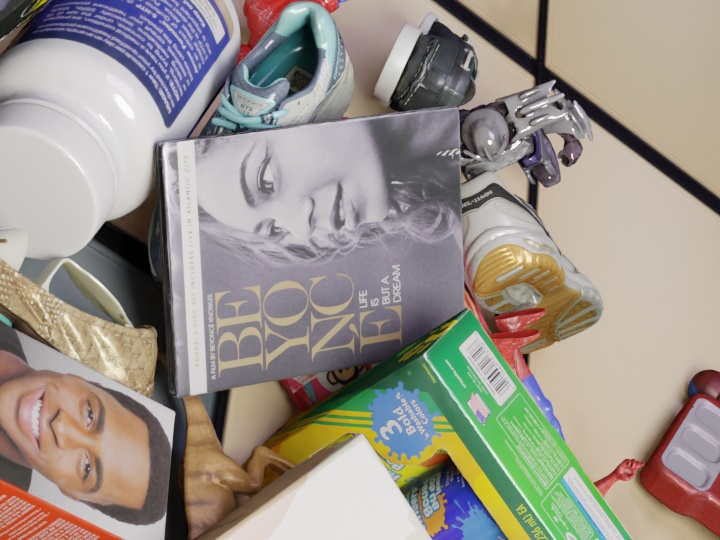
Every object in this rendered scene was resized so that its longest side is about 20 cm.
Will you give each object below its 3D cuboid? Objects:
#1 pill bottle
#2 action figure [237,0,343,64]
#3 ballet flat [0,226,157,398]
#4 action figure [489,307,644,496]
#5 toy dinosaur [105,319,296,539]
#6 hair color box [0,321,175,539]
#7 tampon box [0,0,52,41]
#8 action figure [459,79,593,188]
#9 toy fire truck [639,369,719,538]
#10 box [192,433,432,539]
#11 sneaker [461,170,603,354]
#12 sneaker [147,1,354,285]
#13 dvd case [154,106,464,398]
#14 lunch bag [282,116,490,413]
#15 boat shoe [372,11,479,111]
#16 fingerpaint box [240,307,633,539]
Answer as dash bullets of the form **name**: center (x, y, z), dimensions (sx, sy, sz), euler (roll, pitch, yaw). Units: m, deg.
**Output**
- **pill bottle**: center (-0.157, -0.099, 1.495), dimensions (0.120, 0.119, 0.200), euler (46, 38, -14)
- **action figure**: center (-0.008, -0.184, 1.722), dimensions (0.065, 0.200, 0.099), euler (39, -18, 32)
- **ballet flat**: center (-0.190, 0.015, 1.413), dimensions (0.200, 0.070, 0.066), euler (36, 64, -38)
- **action figure**: center (0.150, 0.125, 1.660), dimensions (0.065, 0.098, 0.201), euler (-60, 141, -68)
- **toy dinosaur**: center (-0.085, 0.117, 1.468), dimensions (0.106, 0.060, 0.201), euler (20, 50, -37)
- **hair color box**: center (-0.196, 0.087, 1.364), dimensions (0.199, 0.061, 0.102), euler (30, 44, -32)
- **tampon box**: center (-0.250, -0.161, 1.363), dimensions (0.126, 0.150, 0.200), euler (50, 58, -7)
- **action figure**: center (0.094, -0.084, 1.729), dimensions (0.200, 0.129, 0.070), euler (-19, 96, -83)
- **toy fire truck**: center (0.302, 0.144, 1.857), dimensions (0.168, 0.112, 0.200), euler (37, 37, 4)
- **box**: center (-0.065, 0.178, 1.375), dimensions (0.200, 0.095, 0.078), euler (-34, 92, -37)
- **sneaker**: center (0.110, -0.008, 1.714), dimensions (0.200, 0.075, 0.088), euler (56, 11, -66)
- **sneaker**: center (-0.072, -0.078, 1.514), dimensions (0.077, 0.086, 0.201), euler (22, 65, 13)
- **dvd case**: center (-0.026, -0.013, 1.498), dimensions (0.199, 0.016, 0.150), euler (-9, 103, -28)
- **lunch bag**: center (0.000, 0.000, 1.630), dimensions (0.176, 0.082, 0.201), euler (-18, 78, -53)
- **boat shoe**: center (0.050, -0.131, 1.739), dimensions (0.060, 0.076, 0.200), euler (27, 13, 2)
- **fingerpaint box**: center (0.050, 0.152, 1.506), dimensions (0.201, 0.166, 0.073), euler (55, 35, -4)
